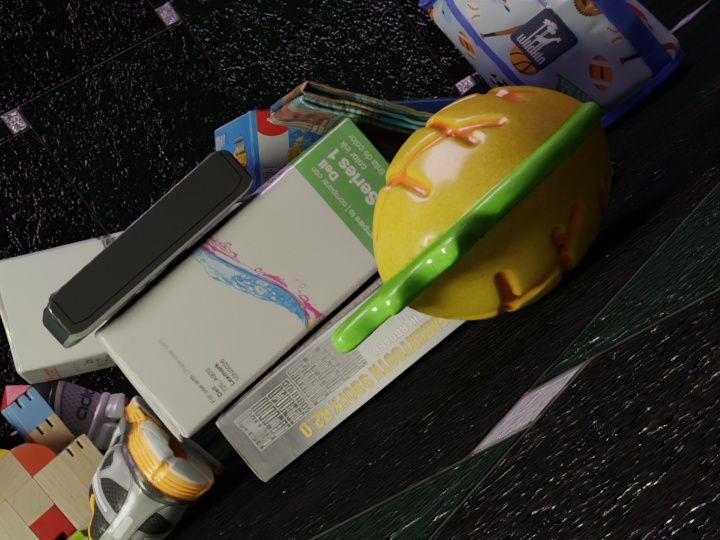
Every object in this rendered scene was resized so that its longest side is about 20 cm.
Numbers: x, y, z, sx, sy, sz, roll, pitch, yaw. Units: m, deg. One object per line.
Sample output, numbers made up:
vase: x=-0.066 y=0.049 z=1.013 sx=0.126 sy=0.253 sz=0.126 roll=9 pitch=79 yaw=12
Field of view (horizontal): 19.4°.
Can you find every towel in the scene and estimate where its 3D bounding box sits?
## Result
towel: x=0.047 y=-0.079 z=1.332 sx=0.147 sy=0.200 sz=0.022 roll=168 pitch=116 yaw=-80

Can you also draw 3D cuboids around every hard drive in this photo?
hard drive: x=-0.136 y=-0.010 z=1.302 sx=0.140 sy=0.033 sz=0.200 roll=-43 pitch=4 yaw=-9

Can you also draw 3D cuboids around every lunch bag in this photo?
lunch bag: x=0.146 y=-0.187 z=1.594 sx=0.124 sy=0.170 sz=0.200 roll=-43 pitch=5 yaw=-12

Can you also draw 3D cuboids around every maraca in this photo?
maraca: x=0.055 y=-0.023 z=1.066 sx=0.200 sy=0.107 sz=0.137 roll=-43 pitch=-2 yaw=-42

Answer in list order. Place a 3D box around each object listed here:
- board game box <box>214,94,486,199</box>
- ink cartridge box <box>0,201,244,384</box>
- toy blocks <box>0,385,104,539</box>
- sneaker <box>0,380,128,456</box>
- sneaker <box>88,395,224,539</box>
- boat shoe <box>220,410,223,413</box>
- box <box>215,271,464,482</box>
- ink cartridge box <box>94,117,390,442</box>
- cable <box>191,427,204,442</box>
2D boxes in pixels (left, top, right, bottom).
board game box: x=0.005 y=-0.086 z=1.501 sx=0.195 sy=0.056 sz=0.200 roll=-4 pitch=1 yaw=-10
ink cartridge box: x=-0.156 y=0.018 z=1.509 sx=0.200 sy=0.084 sz=0.145 roll=-14 pitch=-5 yaw=-7
toy blocks: x=-0.255 y=0.173 z=1.516 sx=0.200 sy=0.137 sz=0.100 roll=-42 pitch=5 yaw=-24
sneaker: x=-0.254 y=0.167 z=1.632 sx=0.200 sy=0.087 sz=0.074 roll=-62 pitch=4 yaw=15
sneaker: x=-0.141 y=0.136 z=1.368 sx=0.077 sy=0.078 sz=0.200 roll=-53 pitch=0 yaw=0
boat shoe: x=-0.063 y=0.069 z=1.475 sx=0.091 sy=0.071 sz=0.200 roll=-33 pitch=7 yaw=-4
box: x=0.012 y=0.031 z=1.271 sx=0.200 sy=0.048 sz=0.158 roll=-40 pitch=4 yaw=10
ink cartridge box: x=-0.064 y=0.006 z=1.294 sx=0.200 sy=0.084 sz=0.145 roll=-41 pitch=4 yaw=-7
cable: x=-0.179 y=0.145 z=1.714 sx=0.097 sy=0.050 sz=0.200 roll=-49 pitch=8 yaw=-14
